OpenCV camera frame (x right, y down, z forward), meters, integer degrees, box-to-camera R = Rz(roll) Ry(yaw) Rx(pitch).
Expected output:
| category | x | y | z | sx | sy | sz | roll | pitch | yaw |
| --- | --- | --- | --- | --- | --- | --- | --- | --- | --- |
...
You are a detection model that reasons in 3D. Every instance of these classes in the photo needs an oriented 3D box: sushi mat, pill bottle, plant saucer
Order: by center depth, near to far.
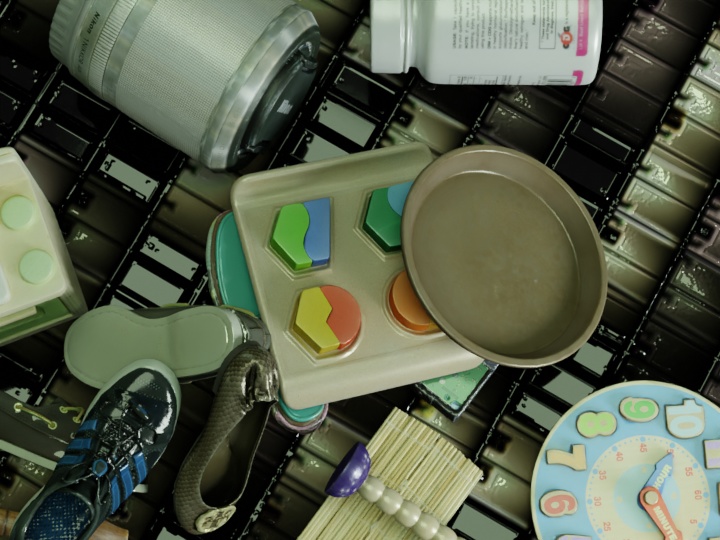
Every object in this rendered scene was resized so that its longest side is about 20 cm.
| category | x | y | z | sx | sy | sz | roll | pitch | yaw |
| --- | --- | --- | --- | --- | --- | --- | --- | --- | --- |
| plant saucer | 0.119 | -0.010 | 1.507 | 0.198 | 0.029 | 0.202 | 11 | 64 | -22 |
| sushi mat | 0.010 | 0.221 | 1.514 | 0.095 | 0.012 | 0.201 | 37 | 80 | 7 |
| pill bottle | 0.107 | -0.221 | 1.561 | 0.197 | 0.113 | 0.115 | 0 | 78 | -1 |

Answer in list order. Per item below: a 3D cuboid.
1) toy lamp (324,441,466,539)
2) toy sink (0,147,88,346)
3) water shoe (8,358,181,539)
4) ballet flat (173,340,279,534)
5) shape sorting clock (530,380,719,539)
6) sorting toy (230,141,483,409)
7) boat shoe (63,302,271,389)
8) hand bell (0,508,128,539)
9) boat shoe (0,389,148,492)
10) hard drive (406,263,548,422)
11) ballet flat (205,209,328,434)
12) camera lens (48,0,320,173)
| category | x | y | z | sx | sy | sz | roll | pitch | yaw |
| --- | --- | --- | --- | --- | --- | --- | --- | --- | --- |
| toy lamp | 0.065 | 0.220 | 1.483 | 0.199 | 0.058 | 0.058 | 37 | 80 | -4 |
| toy sink | -0.311 | -0.005 | 1.466 | 0.129 | 0.200 | 0.113 | -20 | 78 | -6 |
| water shoe | -0.207 | 0.164 | 1.420 | 0.071 | 0.079 | 0.201 | 33 | 93 | -12 |
| ballet flat | -0.105 | 0.146 | 1.453 | 0.067 | 0.201 | 0.046 | -16 | 46 | -44 |
| shape sorting clock | 0.243 | 0.193 | 1.510 | 0.197 | 0.039 | 0.202 | 0 | 77 | -1 |
| sorting toy | 0.000 | 0.000 | 1.497 | 0.183 | 0.036 | 0.202 | -12 | 78 | -15 |
| boat shoe | -0.164 | 0.063 | 1.493 | 0.200 | 0.060 | 0.073 | -5 | 85 | 37 |
| hand bell | -0.293 | 0.210 | 1.491 | 0.198 | 0.104 | 0.105 | 9 | 77 | -12 |
| boat shoe | -0.266 | 0.135 | 1.500 | 0.199 | 0.072 | 0.061 | 18 | 82 | 6 |
| hard drive | 0.046 | 0.016 | 1.547 | 0.199 | 0.038 | 0.140 | 37 | 80 | 8 |
| ballet flat | -0.087 | 0.049 | 1.521 | 0.069 | 0.071 | 0.202 | -21 | 81 | -23 |
| camera lens | -0.145 | -0.192 | 1.528 | 0.199 | 0.160 | 0.161 | 33 | 79 | 6 |
